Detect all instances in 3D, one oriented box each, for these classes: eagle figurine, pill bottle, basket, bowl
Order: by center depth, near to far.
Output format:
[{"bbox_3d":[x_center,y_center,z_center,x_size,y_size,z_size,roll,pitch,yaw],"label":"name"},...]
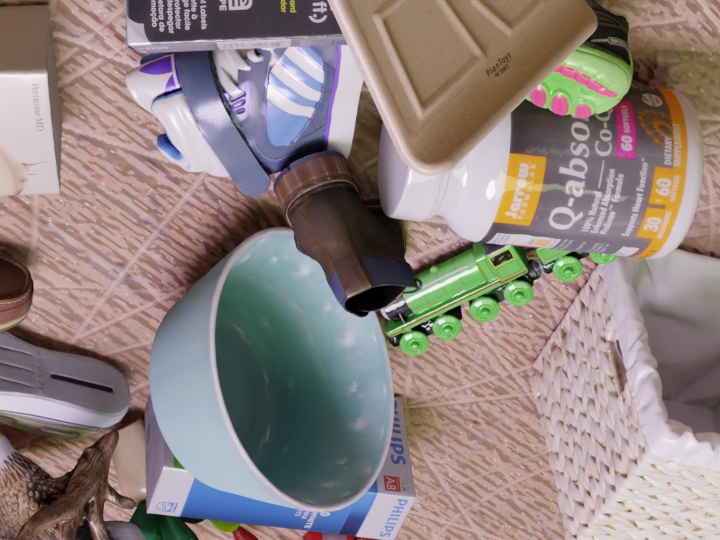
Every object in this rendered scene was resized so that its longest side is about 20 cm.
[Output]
[{"bbox_3d":[0.118,-0.073,1.193,0.198,0.117,0.117,5,133,-13],"label":"pill bottle"},{"bbox_3d":[-0.076,0.079,1.277,0.104,0.203,0.201,-16,138,34],"label":"bowl"},{"bbox_3d":[-0.257,0.173,1.311,0.199,0.153,0.151,-21,158,37],"label":"eagle figurine"},{"bbox_3d":[0.249,0.110,1.332,0.198,0.200,0.161,14,132,-21],"label":"basket"}]

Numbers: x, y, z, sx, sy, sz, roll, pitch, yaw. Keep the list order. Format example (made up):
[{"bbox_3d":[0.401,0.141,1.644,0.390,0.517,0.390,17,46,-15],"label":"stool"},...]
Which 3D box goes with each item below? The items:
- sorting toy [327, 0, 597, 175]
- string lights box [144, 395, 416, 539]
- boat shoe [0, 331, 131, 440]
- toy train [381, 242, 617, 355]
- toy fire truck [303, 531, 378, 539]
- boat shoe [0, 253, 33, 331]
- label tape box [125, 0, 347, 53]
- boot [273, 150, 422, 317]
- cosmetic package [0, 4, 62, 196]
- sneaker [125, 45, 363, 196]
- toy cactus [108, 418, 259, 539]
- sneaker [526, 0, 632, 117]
[{"bbox_3d":[0.041,-0.182,1.018,0.036,0.185,0.201,-5,121,48],"label":"sorting toy"},{"bbox_3d":[-0.063,0.141,1.379,0.198,0.103,0.059,8,133,-17],"label":"string lights box"},{"bbox_3d":[-0.267,0.085,1.319,0.198,0.073,0.062,22,133,-28],"label":"boat shoe"},{"bbox_3d":[0.099,0.001,1.315,0.198,0.042,0.057,-26,122,16],"label":"toy train"},{"bbox_3d":[-0.078,0.291,1.558,0.140,0.049,0.201,12,130,-19],"label":"toy fire truck"},{"bbox_3d":[-0.317,-0.008,1.220,0.198,0.072,0.068,14,132,-17],"label":"boat shoe"},{"bbox_3d":[-0.037,-0.202,1.023,0.197,0.063,0.146,-3,92,-3],"label":"label tape box"},{"bbox_3d":[0.000,0.000,1.219,0.074,0.098,0.200,-27,157,9],"label":"boot"},{"bbox_3d":[-0.291,-0.104,1.132,0.197,0.074,0.104,-3,134,-4],"label":"cosmetic package"},{"bbox_3d":[-0.075,-0.136,1.126,0.145,0.081,0.201,-5,140,-10],"label":"sneaker"},{"bbox_3d":[-0.156,0.199,1.410,0.102,0.200,0.166,-22,94,35],"label":"toy cactus"},{"bbox_3d":[0.084,-0.171,1.129,0.199,0.084,0.077,31,143,-13],"label":"sneaker"}]
